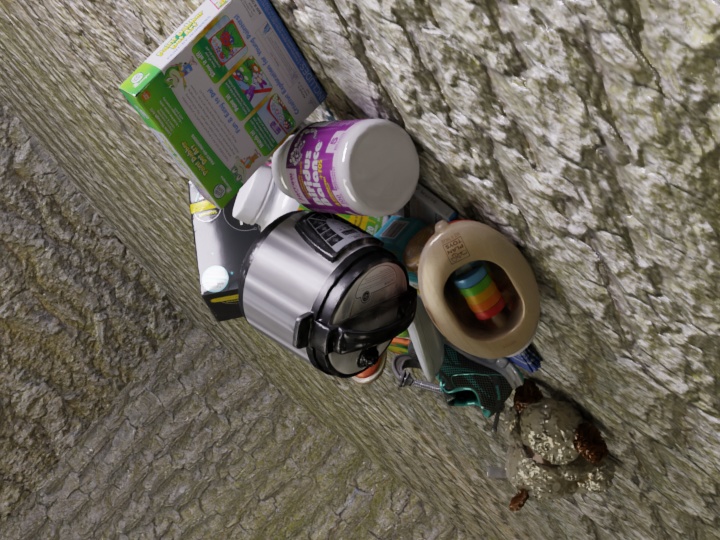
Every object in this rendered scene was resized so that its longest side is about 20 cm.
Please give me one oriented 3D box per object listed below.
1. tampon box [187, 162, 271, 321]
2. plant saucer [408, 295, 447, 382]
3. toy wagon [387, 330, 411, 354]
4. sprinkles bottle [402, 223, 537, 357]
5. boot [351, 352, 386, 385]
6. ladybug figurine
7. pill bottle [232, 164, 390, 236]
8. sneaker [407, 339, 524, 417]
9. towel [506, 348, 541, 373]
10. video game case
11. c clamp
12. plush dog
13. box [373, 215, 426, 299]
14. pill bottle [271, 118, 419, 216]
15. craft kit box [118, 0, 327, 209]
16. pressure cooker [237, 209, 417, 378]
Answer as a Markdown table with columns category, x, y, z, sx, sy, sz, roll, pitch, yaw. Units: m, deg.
| category | x | y | z | sx | sy | sz | roll | pitch | yaw |
| --- | --- | --- | --- | --- | --- | --- | --- | --- | --- |
| tampon box | -0.184 | -0.044 | 1.944 | 0.127 | 0.148 | 0.203 | 76 | -177 | -68 |
| plant saucer | 0.087 | 0.057 | 1.740 | 0.200 | 0.050 | 0.203 | 160 | 91 | -89 |
| toy wagon | 0.099 | 0.113 | 1.932 | 0.198 | 0.040 | 0.154 | 7 | 165 | 45 |
| sprinkles bottle | 0.141 | 0.027 | 1.553 | 0.200 | 0.069 | 0.068 | 41 | 168 | -24 |
| boot | -0.010 | 0.089 | 2.024 | 0.108 | 0.074 | 0.202 | 59 | -162 | -51 |
| ladybug figurine | 0.140 | 0.015 | 1.466 | 0.201 | 0.134 | 0.072 | 61 | -170 | -28 |
| pill bottle | -0.069 | -0.072 | 1.663 | 0.198 | 0.112 | 0.111 | 23 | 171 | -15 |
| sneaker | 0.140 | 0.154 | 1.798 | 0.198 | 0.092 | 0.078 | 17 | 153 | 40 |
| towel | 0.169 | 0.058 | 1.725 | 0.201 | 0.024 | 0.144 | 53 | 166 | -32 |
| video game case | 0.043 | -0.102 | 1.583 | 0.199 | 0.018 | 0.143 | 39 | 167 | 15 |
| c clamp | 0.133 | 0.175 | 1.865 | 0.197 | 0.027 | 0.171 | 17 | -159 | 13 |
| plush dog | 0.279 | 0.260 | 1.821 | 0.199 | 0.160 | 0.173 | 33 | 138 | 27 |
| box | 0.105 | 0.016 | 1.621 | 0.200 | 0.049 | 0.082 | 49 | 165 | -21 |
| pill bottle | -0.026 | -0.124 | 1.469 | 0.112 | 0.113 | 0.199 | 48 | 159 | -26 |
| craft kit box | -0.155 | -0.208 | 1.429 | 0.048 | 0.198 | 0.201 | 27 | 160 | 42 |
| pressure cooker | -0.032 | 0.035 | 1.522 | 0.199 | 0.177 | 0.179 | 29 | 166 | 33 |
